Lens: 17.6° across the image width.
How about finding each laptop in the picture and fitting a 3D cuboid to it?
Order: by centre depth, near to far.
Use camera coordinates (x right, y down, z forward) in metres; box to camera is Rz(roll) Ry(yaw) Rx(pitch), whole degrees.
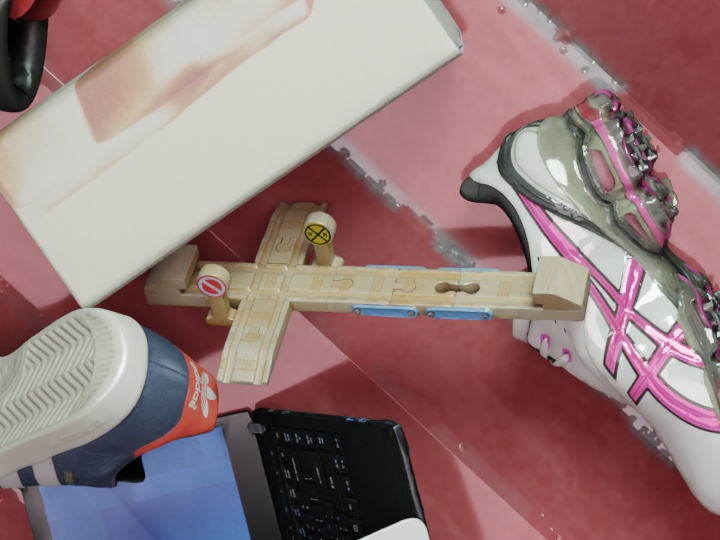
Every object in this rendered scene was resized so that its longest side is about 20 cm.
[{"bbox_3d":[-0.052,0.162,1.067,0.103,0.200,0.178,-20,101,-31],"label":"laptop"}]

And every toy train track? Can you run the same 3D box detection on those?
[{"bbox_3d":[0.000,0.000,1.022,0.199,0.115,0.033,2,135,15],"label":"toy train track"}]

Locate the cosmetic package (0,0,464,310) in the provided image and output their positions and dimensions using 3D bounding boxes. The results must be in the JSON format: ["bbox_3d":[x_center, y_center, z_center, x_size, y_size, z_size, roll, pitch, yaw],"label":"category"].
[{"bbox_3d":[-0.060,-0.079,1.028,0.200,0.103,0.087,-34,97,7],"label":"cosmetic package"}]

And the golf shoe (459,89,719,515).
[{"bbox_3d":[0.119,0.024,1.055,0.092,0.073,0.200,-26,88,16],"label":"golf shoe"}]

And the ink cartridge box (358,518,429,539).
[{"bbox_3d":[-0.033,0.190,0.945,0.200,0.067,0.117,-23,98,-19],"label":"ink cartridge box"}]

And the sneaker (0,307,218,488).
[{"bbox_3d":[-0.146,0.074,1.057,0.200,0.084,0.075,-15,62,41],"label":"sneaker"}]

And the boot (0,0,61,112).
[{"bbox_3d":[-0.199,-0.166,1.017,0.144,0.072,0.201,-1,108,25],"label":"boot"}]
